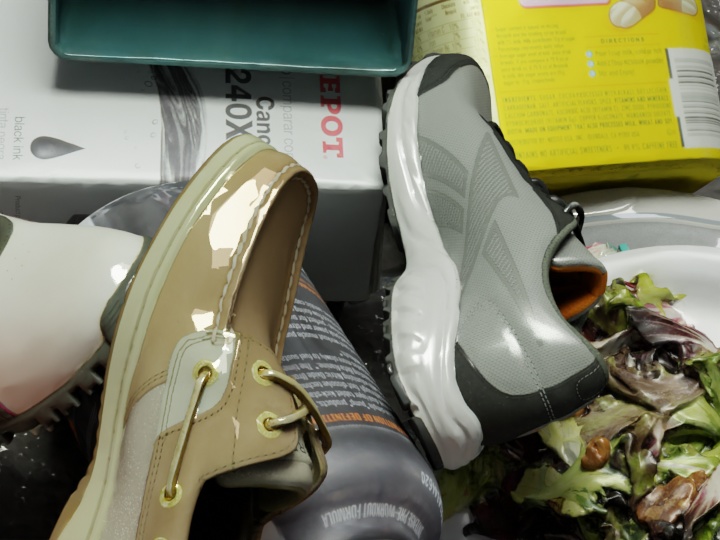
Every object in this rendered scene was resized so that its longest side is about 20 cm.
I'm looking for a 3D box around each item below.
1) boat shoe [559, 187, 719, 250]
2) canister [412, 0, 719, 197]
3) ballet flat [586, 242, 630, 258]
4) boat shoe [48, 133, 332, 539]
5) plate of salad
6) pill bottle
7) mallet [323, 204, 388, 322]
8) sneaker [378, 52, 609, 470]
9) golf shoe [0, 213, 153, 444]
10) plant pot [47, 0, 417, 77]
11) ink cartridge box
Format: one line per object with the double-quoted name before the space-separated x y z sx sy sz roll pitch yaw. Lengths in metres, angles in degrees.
"boat shoe" 0.149 0.016 0.925 0.199 0.072 0.069 8 50 -14
"canister" 0.080 -0.130 0.935 0.148 0.087 0.201 -4 78 -17
"ballet flat" 0.127 0.077 0.838 0.064 0.076 0.200 -32 59 1
"boat shoe" -0.044 0.057 0.650 0.066 0.201 0.074 14 -10 23
"plate of salad" 0.112 0.077 0.772 0.199 0.048 0.201 -6 63 12
"pill bottle" -0.039 0.067 0.749 0.106 0.107 0.200 -7 43 -28
"mallet" 0.000 0.000 0.912 0.066 0.041 0.200 11 41 -1
"sneaker" 0.051 -0.010 0.789 0.079 0.074 0.201 -15 42 10
"golf shoe" -0.146 0.008 0.725 0.199 0.088 0.077 -7 43 44
"plant pot" -0.050 -0.195 0.846 0.141 0.142 0.200 2 39 -6
"ink cartridge box" -0.090 -0.068 0.874 0.199 0.084 0.146 1 53 -6
